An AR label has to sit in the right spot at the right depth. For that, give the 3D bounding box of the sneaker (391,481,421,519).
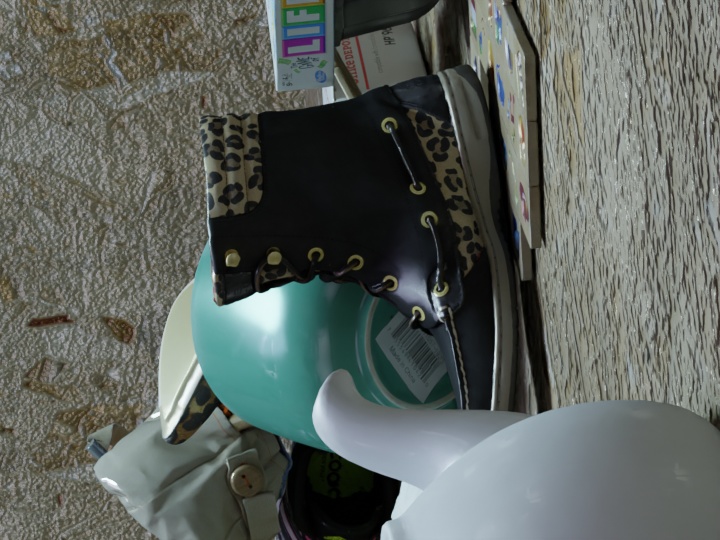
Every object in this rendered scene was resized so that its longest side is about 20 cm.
[{"bbox_3d":[0.064,0.128,1.373,0.200,0.076,0.081,-120,35,-70],"label":"sneaker"}]

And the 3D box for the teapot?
[{"bbox_3d":[0.054,0.142,0.855,0.200,0.146,0.198,-119,24,-79],"label":"teapot"}]

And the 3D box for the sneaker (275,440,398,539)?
[{"bbox_3d":[-0.015,0.152,1.614,0.088,0.074,0.200,-94,7,-60],"label":"sneaker"}]

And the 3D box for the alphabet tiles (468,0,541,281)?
[{"bbox_3d":[0.070,-0.098,1.309,0.200,0.008,0.167,-104,9,-63],"label":"alphabet tiles"}]

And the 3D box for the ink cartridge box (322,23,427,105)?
[{"bbox_3d":[0.012,-0.089,1.757,0.116,0.068,0.200,-102,7,-60],"label":"ink cartridge box"}]

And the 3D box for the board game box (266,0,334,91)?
[{"bbox_3d":[-0.042,-0.220,1.465,0.135,0.034,0.200,90,173,-60],"label":"board game box"}]

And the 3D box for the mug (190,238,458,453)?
[{"bbox_3d":[0.014,0.025,1.434,0.114,0.185,0.152,12,100,51],"label":"mug"}]

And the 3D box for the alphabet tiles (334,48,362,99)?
[{"bbox_3d":[0.012,-0.077,1.577,0.200,0.006,0.166,62,-177,10],"label":"alphabet tiles"}]

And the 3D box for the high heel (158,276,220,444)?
[{"bbox_3d":[-0.034,0.033,1.515,0.071,0.142,0.200,-3,58,51],"label":"high heel"}]

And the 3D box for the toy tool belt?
[{"bbox_3d":[-0.089,0.105,1.611,0.125,0.123,0.200,44,178,-9],"label":"toy tool belt"}]

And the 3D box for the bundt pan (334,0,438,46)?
[{"bbox_3d":[0.010,-0.230,1.489,0.202,0.076,0.202,174,90,-86],"label":"bundt pan"}]

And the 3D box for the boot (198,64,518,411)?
[{"bbox_3d":[0.000,0.000,1.318,0.073,0.150,0.200,107,157,-81],"label":"boot"}]

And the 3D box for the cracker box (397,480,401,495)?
[{"bbox_3d":[0.041,0.093,1.672,0.134,0.058,0.200,92,172,-60],"label":"cracker box"}]
